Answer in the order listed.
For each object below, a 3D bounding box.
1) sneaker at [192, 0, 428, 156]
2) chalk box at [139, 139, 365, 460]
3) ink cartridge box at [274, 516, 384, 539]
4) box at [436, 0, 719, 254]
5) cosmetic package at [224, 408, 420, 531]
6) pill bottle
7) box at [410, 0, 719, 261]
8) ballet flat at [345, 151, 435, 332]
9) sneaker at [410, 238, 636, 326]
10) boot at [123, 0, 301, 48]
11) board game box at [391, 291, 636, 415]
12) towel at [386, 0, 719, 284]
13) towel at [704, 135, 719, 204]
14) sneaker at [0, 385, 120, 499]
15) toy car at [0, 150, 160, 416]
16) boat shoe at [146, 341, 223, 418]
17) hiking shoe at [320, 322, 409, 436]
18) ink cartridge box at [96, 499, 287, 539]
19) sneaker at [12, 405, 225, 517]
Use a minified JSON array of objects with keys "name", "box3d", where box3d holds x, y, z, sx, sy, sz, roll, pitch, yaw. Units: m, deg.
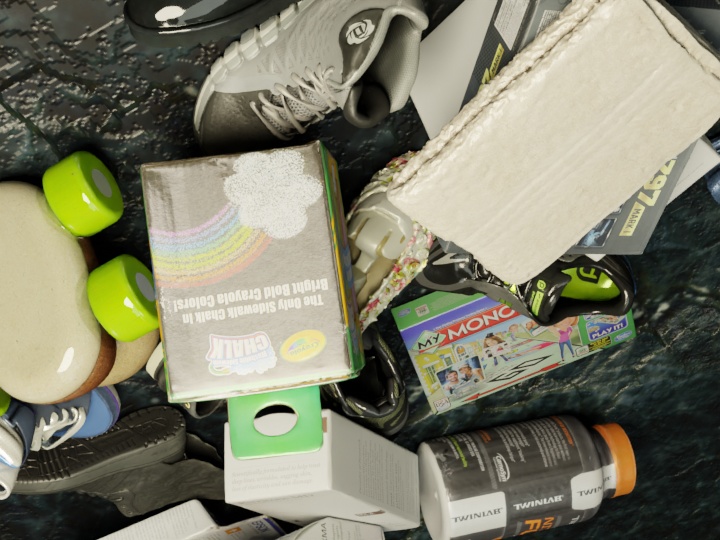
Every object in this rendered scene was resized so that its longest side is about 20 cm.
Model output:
[{"name":"sneaker","box3d":[-0.033,-0.118,0.855,0.075,0.116,0.200,26,120,-38]},{"name":"chalk box","box3d":[-0.066,0.024,0.884,0.124,0.200,0.124,-7,178,3]},{"name":"ink cartridge box","box3d":[-0.099,0.255,1.133,0.162,0.057,0.200,-30,142,32]},{"name":"box","box3d":[0.144,-0.099,0.845,0.157,0.051,0.200,0,132,-21]},{"name":"cosmetic package","box3d":[-0.029,0.179,1.137,0.102,0.074,0.200,-11,159,23]},{"name":"pill bottle","box3d":[0.161,0.198,1.258,0.200,0.106,0.106,-9,136,-12]},{"name":"box","box3d":[0.144,-0.113,0.940,0.124,0.098,0.200,-41,134,20]},{"name":"ballet flat","box3d":[0.000,0.000,0.971,0.200,0.076,0.064,-60,169,2]},{"name":"sneaker","box3d":[0.128,-0.001,1.042,0.199,0.083,0.071,9,114,-10]},{"name":"boot","box3d":[-0.061,-0.231,0.762,0.198,0.073,0.163,-22,140,-9]},{"name":"board game box","box3d":[0.138,0.046,1.152,0.200,0.029,0.135,-22,138,2]},{"name":"towel","box3d":[0.123,-0.082,0.794,0.200,0.035,0.132,-42,130,20]},{"name":"towel","box3d":[0.377,-0.114,1.066,0.200,0.049,0.112,-37,135,16]},{"name":"sneaker","box3d":[-0.261,0.126,0.993,0.081,0.147,0.200,-40,134,20]},{"name":"toy car","box3d":[-0.203,0.023,0.953,0.164,0.158,0.200,-28,166,14]},{"name":"boat shoe","box3d":[-0.088,0.026,0.997,0.201,0.063,0.074,-55,159,21]},{"name":"hiking shoe","box3d":[-0.001,0.097,1.096,0.076,0.101,0.200,-23,137,2]},{"name":"ink cartridge box","box3d":[-0.161,0.269,1.222,0.200,0.041,0.200,-21,154,1]},{"name":"sneaker","box3d":[-0.212,0.178,1.127,0.199,0.060,0.104,-14,135,-18]}]
